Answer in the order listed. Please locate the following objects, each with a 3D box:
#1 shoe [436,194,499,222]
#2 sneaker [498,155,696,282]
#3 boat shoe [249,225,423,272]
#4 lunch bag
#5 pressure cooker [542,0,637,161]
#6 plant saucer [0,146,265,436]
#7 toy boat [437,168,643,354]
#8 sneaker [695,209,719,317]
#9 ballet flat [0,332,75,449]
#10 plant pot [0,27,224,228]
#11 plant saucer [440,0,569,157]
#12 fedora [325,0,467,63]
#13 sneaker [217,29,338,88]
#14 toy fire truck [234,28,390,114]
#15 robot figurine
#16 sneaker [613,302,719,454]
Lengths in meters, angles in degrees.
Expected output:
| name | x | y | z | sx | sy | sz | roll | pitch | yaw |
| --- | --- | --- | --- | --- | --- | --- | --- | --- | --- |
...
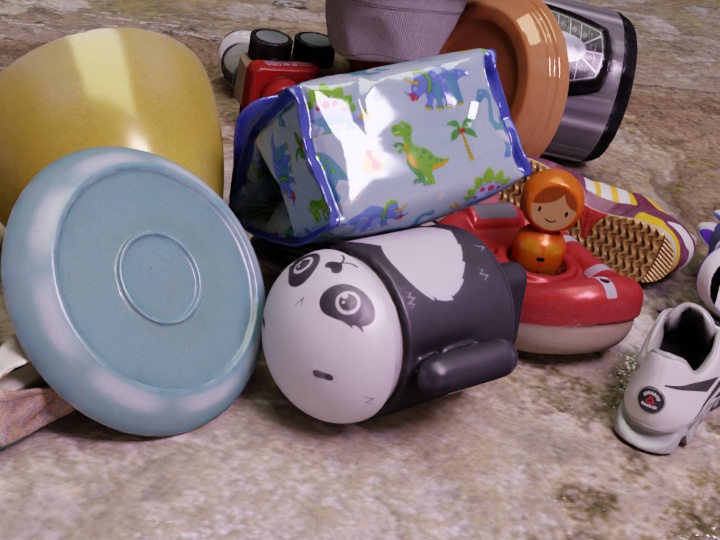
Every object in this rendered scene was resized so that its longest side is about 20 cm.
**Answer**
| name | x | y | z | sx | sy | sz | roll | pitch | yaw |
| --- | --- | --- | --- | --- | --- | --- | --- | --- | --- |
| shoe | 0.056 | -0.114 | 1.164 | 0.200 | 0.091 | 0.071 | 29 | 32 | 32 |
| sneaker | 0.223 | -0.051 | 1.142 | 0.200 | 0.075 | 0.090 | 34 | 26 | 26 |
| boat shoe | 0.000 | 0.000 | 0.964 | 0.200 | 0.074 | 0.067 | 13 | 32 | 30 |
| lunch bag | 0.002 | -0.083 | 0.905 | 0.170 | 0.128 | 0.200 | -14 | -6 | -22 |
| pressure cooker | 0.183 | -0.216 | 1.315 | 0.200 | 0.179 | 0.176 | 12 | 32 | -7 |
| plant saucer | -0.137 | 0.008 | 0.785 | 0.027 | 0.200 | 0.200 | -24 | -2 | 44 |
| toy boat | 0.149 | -0.021 | 0.978 | 0.130 | 0.131 | 0.200 | -4 | 31 | -27 |
| sneaker | 0.333 | -0.007 | 1.064 | 0.200 | 0.081 | 0.146 | 0 | 18 | -32 |
| ballet flat | -0.185 | 0.055 | 0.781 | 0.068 | 0.067 | 0.200 | 24 | 30 | 22 |
| plant pot | -0.182 | -0.061 | 0.903 | 0.200 | 0.200 | 0.142 | -9 | 56 | -33 |
| plant saucer | 0.124 | -0.189 | 1.211 | 0.037 | 0.200 | 0.200 | 2 | 26 | -41 |
| fedora | 0.032 | -0.250 | 1.178 | 0.177 | 0.090 | 0.200 | -4 | 19 | -35 |
| sneaker | -0.063 | -0.227 | 1.373 | 0.200 | 0.074 | 0.079 | 0 | 38 | -8 |
| toy fire truck | -0.020 | -0.179 | 1.230 | 0.176 | 0.129 | 0.200 | -1 | 34 | -23 |
| robot figurine | 0.026 | 0.033 | 0.835 | 0.200 | 0.125 | 0.150 | -13 | -9 | -38 |
| sneaker | 0.257 | 0.059 | 0.916 | 0.074 | 0.089 | 0.200 | 20 | 27 | 20 |
